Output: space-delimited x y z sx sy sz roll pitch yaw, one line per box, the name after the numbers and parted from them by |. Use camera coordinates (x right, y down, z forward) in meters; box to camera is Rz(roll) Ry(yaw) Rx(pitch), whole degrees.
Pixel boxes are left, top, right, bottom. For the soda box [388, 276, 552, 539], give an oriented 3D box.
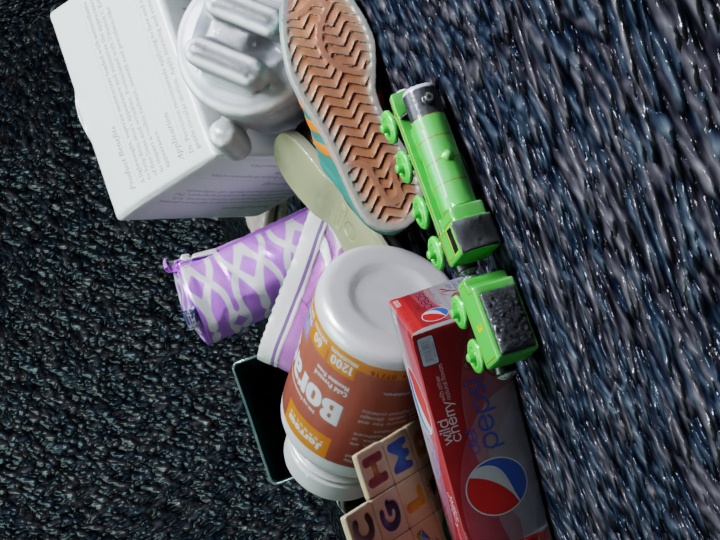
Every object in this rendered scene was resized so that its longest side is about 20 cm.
0.078 0.110 1.275 0.070 0.063 0.201 -125 19 -66 | soda box

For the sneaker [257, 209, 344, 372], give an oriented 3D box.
0.000 0.000 1.510 0.073 0.114 0.202 86 -158 -78 | sneaker

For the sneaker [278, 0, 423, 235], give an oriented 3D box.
-0.014 -0.119 1.362 0.080 0.071 0.201 153 97 -79 | sneaker

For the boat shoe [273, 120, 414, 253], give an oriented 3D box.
0.011 -0.037 1.438 0.202 0.063 0.074 56 150 14 | boat shoe

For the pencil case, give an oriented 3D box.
-0.072 -0.011 1.588 0.086 0.199 0.084 67 168 -14 | pencil case

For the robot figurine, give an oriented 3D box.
-0.077 -0.169 1.452 0.112 0.170 0.200 27 -177 11 | robot figurine

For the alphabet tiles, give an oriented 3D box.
0.057 0.193 1.333 0.200 0.006 0.167 -23 -83 -54 | alphabet tiles

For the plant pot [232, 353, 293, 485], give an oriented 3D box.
-0.050 0.154 2.089 0.200 0.140 0.142 67 -176 -84 | plant pot

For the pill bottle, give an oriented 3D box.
0.001 0.085 1.385 0.201 0.111 0.113 109 147 -46 | pill bottle

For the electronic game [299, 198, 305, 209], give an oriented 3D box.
-0.038 -0.059 1.820 0.200 0.041 0.201 161 90 -83 | electronic game

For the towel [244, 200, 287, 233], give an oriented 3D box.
-0.094 -0.148 1.807 0.200 0.032 0.192 -113 28 -50 | towel

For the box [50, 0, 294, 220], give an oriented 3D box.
-0.138 -0.160 1.610 0.199 0.130 0.200 -4 -109 -54 | box

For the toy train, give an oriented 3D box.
0.062 -0.029 1.150 0.056 0.041 0.201 124 128 -69 | toy train

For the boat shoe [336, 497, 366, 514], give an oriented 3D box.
0.025 0.133 1.514 0.200 0.071 0.068 -55 43 44 | boat shoe
